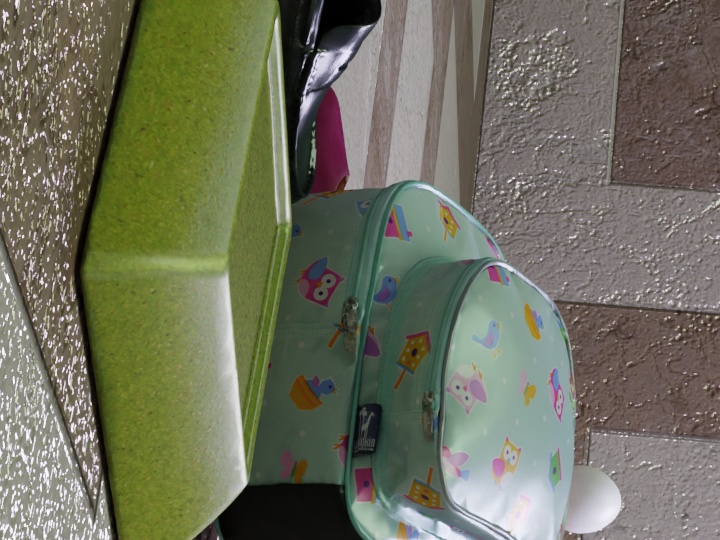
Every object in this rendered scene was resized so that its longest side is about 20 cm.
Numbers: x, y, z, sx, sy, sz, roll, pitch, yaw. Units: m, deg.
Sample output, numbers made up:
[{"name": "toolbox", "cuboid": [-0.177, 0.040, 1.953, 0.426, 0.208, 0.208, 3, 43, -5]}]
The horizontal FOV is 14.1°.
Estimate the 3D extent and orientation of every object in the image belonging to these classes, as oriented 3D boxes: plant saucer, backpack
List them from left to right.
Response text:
[{"name": "plant saucer", "cuboid": [-0.061, -0.012, 1.143, 0.200, 0.048, 0.200, 89, 8, -50]}, {"name": "backpack", "cuboid": [0.017, 0.055, 1.429, 0.176, 0.153, 0.200, 32, 50, -54]}]

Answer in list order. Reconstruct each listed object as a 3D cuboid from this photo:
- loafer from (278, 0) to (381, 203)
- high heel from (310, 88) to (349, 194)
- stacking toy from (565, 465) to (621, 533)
[{"name": "loafer", "cuboid": [-0.026, -0.112, 1.320, 0.068, 0.070, 0.201, -79, 171, -51]}, {"name": "high heel", "cuboid": [0.000, 0.000, 1.561, 0.067, 0.096, 0.200, 40, 55, -84]}, {"name": "stacking toy", "cuboid": [0.087, 0.159, 2.089, 0.146, 0.200, 0.146, 5, 90, -85]}]
